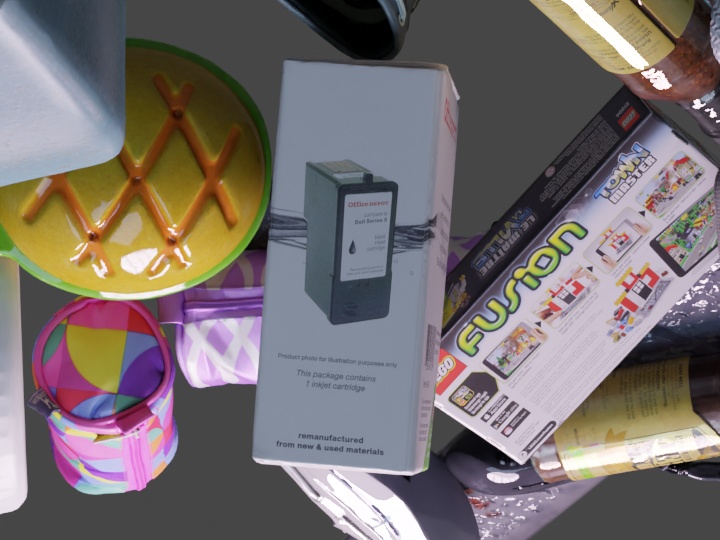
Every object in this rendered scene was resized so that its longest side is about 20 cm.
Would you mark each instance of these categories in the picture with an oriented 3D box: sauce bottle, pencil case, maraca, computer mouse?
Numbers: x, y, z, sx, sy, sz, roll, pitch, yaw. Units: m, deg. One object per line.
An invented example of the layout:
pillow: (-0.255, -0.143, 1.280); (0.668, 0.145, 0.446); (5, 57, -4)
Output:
sauce bottle: (0.199, 0.083, 1.614); (0.199, 0.065, 0.065); (-12, 142, 19)
pencil case: (-0.147, 0.077, 1.557); (0.088, 0.089, 0.200); (3, 165, -2)
maraca: (-0.144, -0.053, 1.391); (0.199, 0.138, 0.107); (1, -176, -12)
sauce bottle: (0.137, -0.126, 1.327); (0.066, 0.066, 0.200); (-22, 137, 30)
pencil case: (-0.009, 0.024, 1.522); (0.199, 0.084, 0.085); (-6, 173, 10)
computer mouse: (0.153, 0.128, 1.703); (0.199, 0.034, 0.059); (1, 143, 1)

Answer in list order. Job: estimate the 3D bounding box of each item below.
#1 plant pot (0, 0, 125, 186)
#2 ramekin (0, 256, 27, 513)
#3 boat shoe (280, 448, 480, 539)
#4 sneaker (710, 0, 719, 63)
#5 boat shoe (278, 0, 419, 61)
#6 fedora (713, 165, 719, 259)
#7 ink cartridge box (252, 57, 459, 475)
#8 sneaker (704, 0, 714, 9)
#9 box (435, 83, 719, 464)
plant pot: (-0.200, -0.134, 1.237); (0.195, 0.197, 0.200); (-12, 151, 18)
ramekin: (-0.235, 0.045, 1.475); (0.097, 0.201, 0.201); (-2, 145, -7)
boat shoe: (0.008, 0.139, 1.705); (0.065, 0.074, 0.200); (-16, 131, 30)
sneaker: (0.259, -0.134, 1.203); (0.199, 0.114, 0.076); (-27, 123, -26)
boat shoe: (-0.034, -0.172, 1.274); (0.073, 0.062, 0.200); (-20, 139, 26)
fedora: (0.249, -0.023, 1.415); (0.090, 0.178, 0.200); (11, 163, 42)
ink cartridge box: (0.000, 0.000, 1.356); (0.083, 0.201, 0.146); (4, 177, 5)
sneaker: (0.180, -0.160, 1.274); (0.080, 0.072, 0.200); (-30, 134, 33)
box: (0.116, 0.004, 1.455); (0.200, 0.035, 0.110); (-47, 127, 10)
